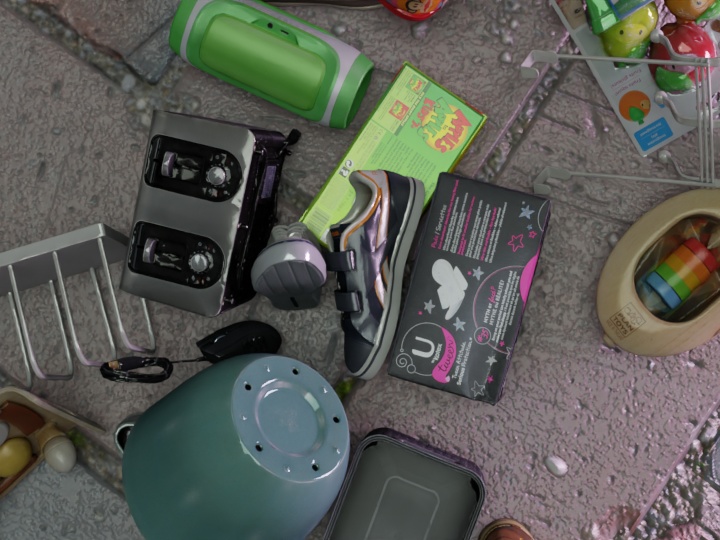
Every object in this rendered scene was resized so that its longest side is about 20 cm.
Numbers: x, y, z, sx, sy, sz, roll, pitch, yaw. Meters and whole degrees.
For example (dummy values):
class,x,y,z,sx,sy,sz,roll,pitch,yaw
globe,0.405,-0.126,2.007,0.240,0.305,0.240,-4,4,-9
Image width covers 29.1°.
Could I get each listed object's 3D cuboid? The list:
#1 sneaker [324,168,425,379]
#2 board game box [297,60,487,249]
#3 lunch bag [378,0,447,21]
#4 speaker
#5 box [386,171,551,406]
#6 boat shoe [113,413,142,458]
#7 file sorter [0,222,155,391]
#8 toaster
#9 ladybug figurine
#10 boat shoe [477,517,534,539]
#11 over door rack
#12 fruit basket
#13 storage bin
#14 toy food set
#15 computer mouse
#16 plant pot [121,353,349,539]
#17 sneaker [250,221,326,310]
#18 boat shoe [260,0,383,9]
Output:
class,x,y,z,sx,sy,sz,roll,pitch,yaw
sneaker,0.000,0.000,1.343,0.079,0.078,0.202,15,82,-21
board game box,0.032,-0.098,1.411,0.101,0.048,0.201,34,91,4
lunch bag,0.055,-0.364,1.374,0.176,0.082,0.200,41,66,3
speaker,-0.090,-0.217,1.406,0.198,0.088,0.089,25,90,5
box,0.107,0.018,1.360,0.113,0.132,0.202,16,89,8
boat shoe,-0.167,0.214,1.403,0.200,0.072,0.070,32,91,5
file sorter,-0.316,0.048,1.381,0.198,0.139,0.126,-17,83,3
toaster,-0.147,-0.062,1.362,0.117,0.200,0.183,14,97,7
ladybug figurine,0.315,0.004,1.375,0.199,0.072,0.136,-38,85,2
boat shoe,0.187,0.338,1.375,0.072,0.068,0.201,-38,86,2
over door rack,0.262,-0.154,1.352,0.198,0.067,0.149,0,126,18
fruit basket,0.307,-0.240,1.366,0.184,0.094,0.201,-29,94,18
storage bin,0.033,0.270,1.377,0.134,0.094,0.202,21,89,5
toy food set,-0.359,0.206,1.376,0.200,0.144,0.060,-44,64,1
computer mouse,-0.164,0.077,1.372,0.198,0.058,0.034,-11,117,-37
plant pot,-0.103,0.171,1.308,0.201,0.200,0.161,50,135,4
sneaker,-0.071,-0.012,1.343,0.072,0.200,0.072,-5,78,-4
boat shoe,-0.026,-0.307,1.417,0.197,0.060,0.073,-2,87,4
